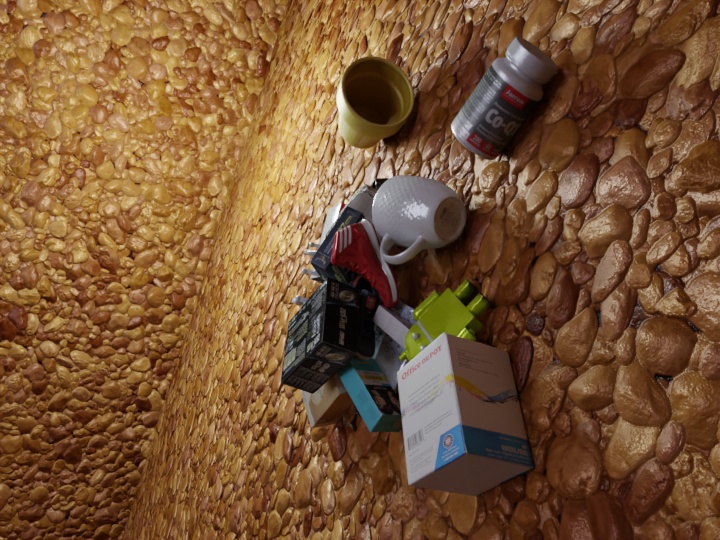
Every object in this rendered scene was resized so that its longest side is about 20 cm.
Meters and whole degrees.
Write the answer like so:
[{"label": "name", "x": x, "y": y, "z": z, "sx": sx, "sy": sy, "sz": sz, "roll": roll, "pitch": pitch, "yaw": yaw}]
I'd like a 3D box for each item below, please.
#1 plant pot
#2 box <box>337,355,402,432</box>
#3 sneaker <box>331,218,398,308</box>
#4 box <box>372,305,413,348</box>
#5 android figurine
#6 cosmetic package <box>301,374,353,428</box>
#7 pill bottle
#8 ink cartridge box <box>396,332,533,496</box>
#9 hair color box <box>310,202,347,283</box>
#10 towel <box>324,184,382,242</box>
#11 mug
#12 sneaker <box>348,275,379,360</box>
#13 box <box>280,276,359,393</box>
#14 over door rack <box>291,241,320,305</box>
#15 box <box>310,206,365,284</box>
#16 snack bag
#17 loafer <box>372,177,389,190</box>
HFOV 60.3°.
[{"label": "plant pot", "x": 0.023, "y": -0.426, "z": 1.648, "sx": 0.189, "sy": 0.196, "sz": 0.205, "roll": 132, "pitch": 148, "yaw": -68}, {"label": "box", "x": 0.017, "y": 0.247, "z": 1.304, "sx": 0.050, "sy": 0.081, "sz": 0.201, "roll": -58, "pitch": 43, "yaw": 22}, {"label": "sneaker", "x": 0.000, "y": 0.000, "z": 1.333, "sx": 0.203, "sy": 0.113, "sz": 0.078, "roll": 67, "pitch": 162, "yaw": 11}, {"label": "box", "x": 0.096, "y": 0.134, "z": 1.271, "sx": 0.199, "sy": 0.038, "sz": 0.042, "roll": 36, "pitch": 105, "yaw": 50}, {"label": "android figurine", "x": 0.150, "y": 0.109, "z": 1.151, "sx": 0.200, "sy": 0.041, "sz": 0.183, "roll": -45, "pitch": 28, "yaw": 8}, {"label": "cosmetic package", "x": -0.068, "y": 0.281, "z": 1.458, "sx": 0.201, "sy": 0.070, "sz": 0.107, "roll": -58, "pitch": 45, "yaw": 47}, {"label": "pill bottle", "x": 0.268, "y": -0.321, "z": 1.163, "sx": 0.201, "sy": 0.112, "sz": 0.115, "roll": -55, "pitch": 31, "yaw": 32}, {"label": "ink cartridge box", "x": 0.162, "y": 0.234, "z": 1.004, "sx": 0.147, "sy": 0.142, "sz": 0.203, "roll": -45, "pitch": 37, "yaw": 42}, {"label": "hair color box", "x": -0.068, "y": -0.068, "z": 1.648, "sx": 0.101, "sy": 0.060, "sz": 0.204, "roll": -10, "pitch": 62, "yaw": 66}, {"label": "towel", "x": 0.010, "y": -0.112, "z": 1.531, "sx": 0.201, "sy": 0.131, "sz": 0.035, "roll": -51, "pitch": 18, "yaw": 38}, {"label": "mug", "x": 0.115, "y": -0.096, "z": 1.276, "sx": 0.201, "sy": 0.148, "sz": 0.174, "roll": -52, "pitch": 33, "yaw": -13}, {"label": "sneaker", "x": 0.009, "y": 0.094, "z": 1.367, "sx": 0.085, "sy": 0.074, "sz": 0.203, "roll": -45, "pitch": 42, "yaw": 42}, {"label": "box", "x": -0.087, "y": 0.143, "z": 1.343, "sx": 0.200, "sy": 0.085, "sz": 0.166, "roll": -47, "pitch": 30, "yaw": 42}, {"label": "over door rack", "x": -0.125, "y": 0.011, "z": 1.553, "sx": 0.199, "sy": 0.065, "sz": 0.151, "roll": -7, "pitch": 66, "yaw": 66}, {"label": "box", "x": -0.026, "y": -0.028, "z": 1.448, "sx": 0.050, "sy": 0.201, "sz": 0.159, "roll": 24, "pitch": 74, "yaw": 29}, {"label": "snack bag", "x": 0.051, "y": 0.147, "z": 1.372, "sx": 0.199, "sy": 0.021, "sz": 0.192, "roll": 33, "pitch": 105, "yaw": 50}, {"label": "loafer", "x": 0.022, "y": -0.151, "z": 1.596, "sx": 0.203, "sy": 0.070, "sz": 0.073, "roll": -67, "pitch": 27, "yaw": 13}]
